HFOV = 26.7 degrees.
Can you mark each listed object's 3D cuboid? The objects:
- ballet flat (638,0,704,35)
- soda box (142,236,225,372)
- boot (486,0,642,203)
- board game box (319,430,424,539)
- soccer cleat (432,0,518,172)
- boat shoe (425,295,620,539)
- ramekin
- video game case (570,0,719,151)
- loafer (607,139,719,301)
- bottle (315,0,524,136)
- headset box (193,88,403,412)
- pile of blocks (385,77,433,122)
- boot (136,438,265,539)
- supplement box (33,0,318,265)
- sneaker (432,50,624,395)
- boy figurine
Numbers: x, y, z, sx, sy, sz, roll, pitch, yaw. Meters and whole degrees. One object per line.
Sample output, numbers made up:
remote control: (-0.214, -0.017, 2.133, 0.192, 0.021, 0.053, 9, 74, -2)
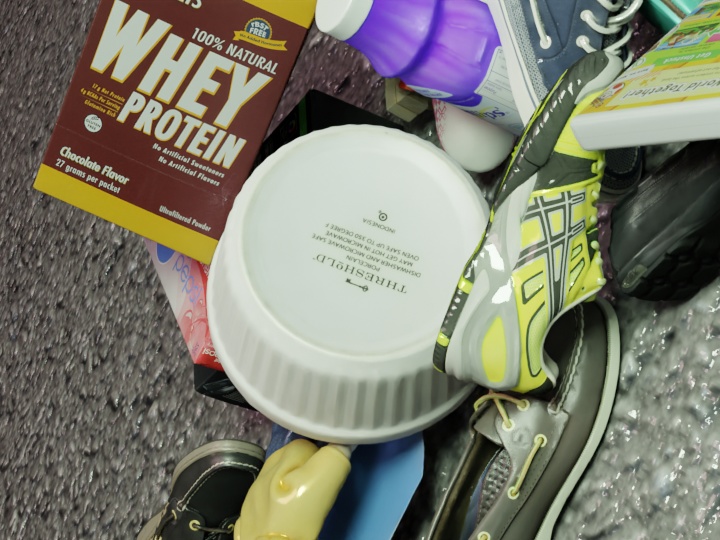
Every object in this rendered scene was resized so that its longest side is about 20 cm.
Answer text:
ballet flat: (0.178, -0.190, 0.925, 0.070, 0.067, 0.200, -47, 34, 3)
soda box: (-0.105, -0.003, 1.117, 0.071, 0.063, 0.200, -60, 31, 18)
boot: (0.130, -0.139, 0.879, 0.090, 0.072, 0.202, -17, 100, 58)
board game box: (-0.001, 0.177, 1.046, 0.202, 0.039, 0.158, -63, 24, 4)
soccer cleat: (0.093, -0.170, 1.032, 0.086, 0.069, 0.203, 100, -178, -76)
boat shoe: (0.093, 0.106, 0.895, 0.072, 0.060, 0.204, 23, 94, 62)
ramekin: (0.000, 0.000, 0.961, 0.095, 0.199, 0.205, 98, 177, -65)
video game case: (0.222, -0.123, 0.742, 0.182, 0.023, 0.199, -41, 20, -23)
loafer: (0.198, -0.061, 0.800, 0.201, 0.067, 0.071, -48, 46, 42)
bottle: (0.066, -0.134, 0.942, 0.083, 0.198, 0.066, 20, 90, 60)
headset box: (-0.043, -0.013, 1.175, 0.200, 0.092, 0.176, -41, 41, 42)
pile of blocks: (0.040, -0.173, 1.078, 0.081, 0.201, 0.063, -10, 55, 12)
boot: (-0.127, 0.239, 1.191, 0.200, 0.072, 0.152, -50, 33, 40)
supplement box: (-0.114, -0.150, 1.063, 0.198, 0.131, 0.202, -80, 14, -67)
sneaker: (0.109, -0.025, 0.857, 0.075, 0.076, 0.202, -54, -14, -78)
boy figurine: (-0.040, 0.151, 0.994, 0.124, 0.064, 0.201, -47, 23, 35)
